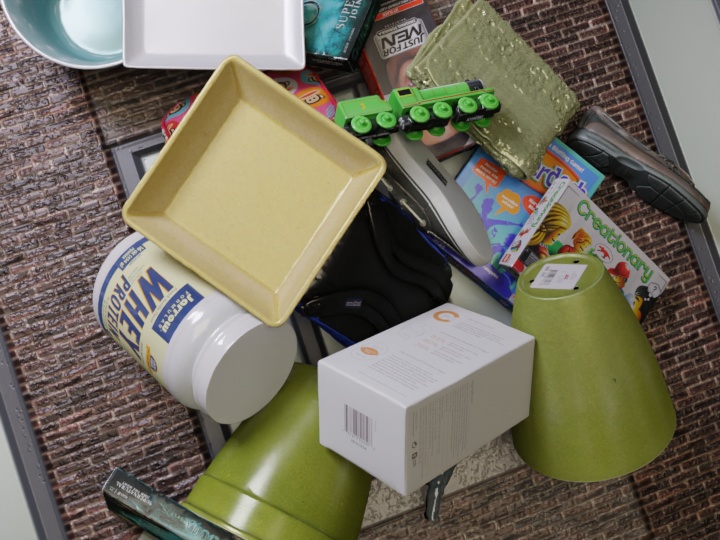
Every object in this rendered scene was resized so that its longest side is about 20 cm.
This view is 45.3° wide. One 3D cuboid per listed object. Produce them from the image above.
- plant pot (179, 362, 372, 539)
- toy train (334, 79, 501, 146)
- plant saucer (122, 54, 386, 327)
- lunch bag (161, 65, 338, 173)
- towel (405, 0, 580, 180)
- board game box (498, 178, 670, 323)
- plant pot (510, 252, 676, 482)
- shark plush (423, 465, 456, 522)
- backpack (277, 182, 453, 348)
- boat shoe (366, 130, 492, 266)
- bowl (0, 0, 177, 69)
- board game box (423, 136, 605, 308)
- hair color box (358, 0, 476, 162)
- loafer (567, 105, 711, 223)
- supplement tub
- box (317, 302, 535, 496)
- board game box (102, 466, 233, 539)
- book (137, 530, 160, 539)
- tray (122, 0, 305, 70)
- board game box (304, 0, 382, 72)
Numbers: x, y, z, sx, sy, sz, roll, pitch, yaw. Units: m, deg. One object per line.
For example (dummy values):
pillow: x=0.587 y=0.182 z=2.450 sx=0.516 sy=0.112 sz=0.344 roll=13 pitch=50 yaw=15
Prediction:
plant pot: x=-0.066 y=0.214 z=0.950 sx=0.198 sy=0.200 sz=0.195 roll=28 pitch=72 yaw=-3
toy train: x=0.063 y=-0.174 z=0.944 sx=0.197 sy=0.042 sz=0.057 roll=-15 pitch=61 yaw=-22
plant saucer: x=-0.104 y=-0.078 z=0.871 sx=0.199 sy=0.048 sz=0.201 roll=34 pitch=88 yaw=4
lunch bag: x=-0.116 y=-0.147 z=0.972 sx=0.198 sy=0.177 sz=0.083 roll=-21 pitch=131 yaw=-9
towel: x=0.159 y=-0.217 z=1.024 sx=0.199 sy=0.036 sz=0.149 roll=41 pitch=70 yaw=-6
board game box: x=0.273 y=0.002 z=1.042 sx=0.199 sy=0.035 sz=0.127 roll=39 pitch=82 yaw=-21
plant pot: x=0.236 y=0.091 z=0.947 sx=0.185 sy=0.187 sz=0.202 roll=-23 pitch=116 yaw=-7
shark plush: x=0.100 y=0.187 z=1.012 sx=0.090 sy=0.083 sz=0.202 roll=29 pitch=83 yaw=-3
backpack: x=0.000 y=0.000 z=0.980 sx=0.199 sy=0.167 sz=0.164 roll=35 pitch=85 yaw=-35
boat shoe: x=0.078 y=-0.081 z=1.001 sx=0.063 sy=0.071 sz=0.201 roll=-32 pitch=102 yaw=31
bowl: x=-0.304 y=-0.317 z=1.000 sx=0.197 sy=0.105 sz=0.204 roll=1 pitch=85 yaw=-7
board game box: x=0.183 y=-0.080 z=1.063 sx=0.151 sy=0.045 sz=0.201 roll=36 pitch=82 yaw=-2
hair color box: x=0.064 y=-0.229 z=1.054 sx=0.100 sy=0.061 sz=0.202 roll=-23 pitch=89 yaw=-8
loafer: x=0.357 y=-0.135 z=1.076 sx=0.198 sy=0.072 sz=0.063 roll=32 pitch=77 yaw=-1
supplement tub: x=-0.177 y=0.056 z=0.925 sx=0.199 sy=0.145 sz=0.146 roll=34 pitch=81 yaw=32
box: x=0.069 y=0.122 z=0.880 sx=0.198 sy=0.124 sz=0.099 roll=-20 pitch=120 yaw=-40
board game box: x=-0.209 y=0.266 z=0.916 sx=0.134 sy=0.200 sz=0.028 roll=31 pitch=65 yaw=-2
book: x=-0.188 y=0.392 z=0.956 sx=0.199 sy=0.048 sz=0.134 roll=33 pitch=119 yaw=-3
tray: x=-0.160 y=-0.272 z=0.950 sx=0.197 sy=0.022 sz=0.109 roll=-1 pitch=87 yaw=-8
board game box: x=-0.036 y=-0.333 z=1.017 sx=0.134 sy=0.028 sz=0.202 roll=13 pitch=72 yaw=23
